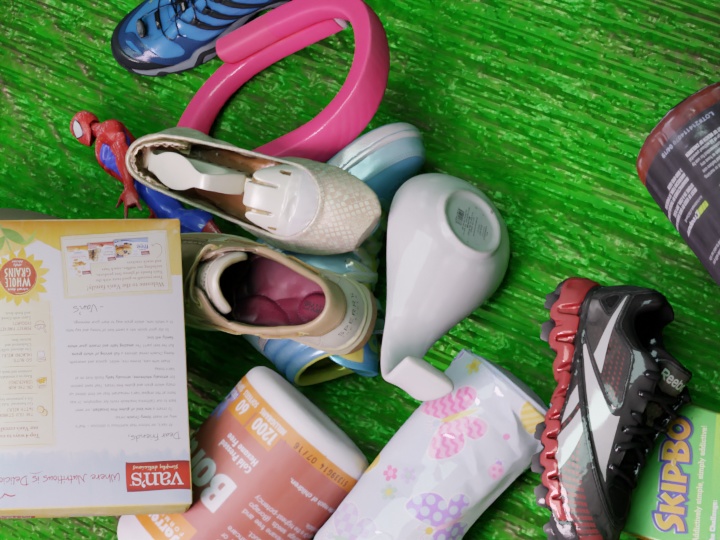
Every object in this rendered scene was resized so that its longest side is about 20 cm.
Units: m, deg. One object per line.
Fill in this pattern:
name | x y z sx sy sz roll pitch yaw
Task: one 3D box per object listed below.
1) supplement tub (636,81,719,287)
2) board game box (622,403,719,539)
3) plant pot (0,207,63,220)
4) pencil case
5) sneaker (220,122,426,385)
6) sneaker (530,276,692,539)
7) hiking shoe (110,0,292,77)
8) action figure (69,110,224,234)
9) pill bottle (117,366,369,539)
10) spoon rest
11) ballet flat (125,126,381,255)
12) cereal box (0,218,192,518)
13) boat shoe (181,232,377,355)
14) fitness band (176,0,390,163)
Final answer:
supplement tub | 0.276 -0.024 1.526 0.107 0.107 0.200 -37 64 7
board game box | 0.259 0.151 1.519 0.199 0.030 0.096 17 79 24
plant pot | -0.237 0.037 1.684 0.134 0.201 0.201 -21 60 -26
pencil case | 0.049 0.152 1.572 0.091 0.083 0.200 37 88 22
sneaker | 0.000 0.000 1.647 0.200 0.079 0.131 -47 63 9
sneaker | 0.169 0.097 1.520 0.097 0.071 0.201 -7 66 30
hiking shoe | -0.111 -0.218 1.756 0.199 0.087 0.075 -26 64 12
action figure | -0.155 -0.055 1.732 0.052 0.065 0.200 -42 64 0
pill bottle | -0.096 0.174 1.606 0.200 0.112 0.112 -48 62 1
spoon rest | 0.051 0.012 1.590 0.061 0.099 0.201 -41 22 42
ballet flat | -0.081 -0.054 1.620 0.199 0.062 0.068 15 98 29
cereal box | -0.189 0.065 1.551 0.143 0.040 0.201 0 75 -11
boat shoe | -0.086 0.008 1.604 0.199 0.066 0.074 9 81 28
fitness band | -0.060 -0.127 1.699 0.199 0.037 0.144 -24 49 32
